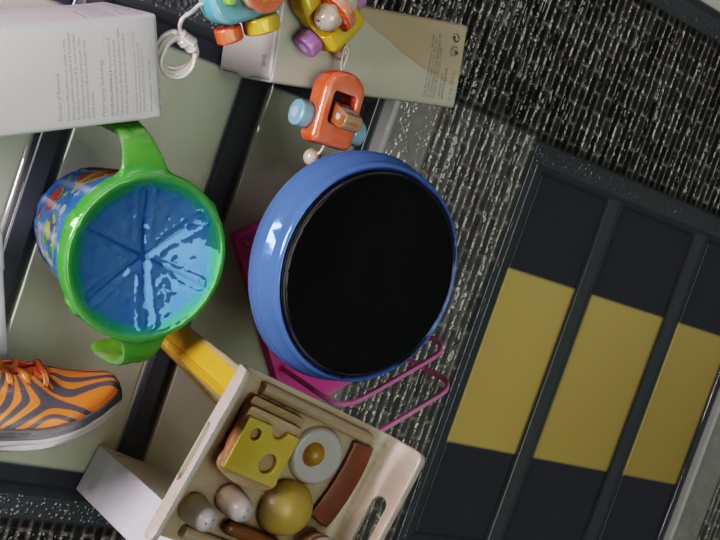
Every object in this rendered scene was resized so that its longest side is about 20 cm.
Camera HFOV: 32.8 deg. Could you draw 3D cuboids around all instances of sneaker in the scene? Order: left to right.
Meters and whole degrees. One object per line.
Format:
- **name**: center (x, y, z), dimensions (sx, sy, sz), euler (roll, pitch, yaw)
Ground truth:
- **sneaker**: center (-0.279, 0.079, 0.943), dimensions (0.200, 0.078, 0.112), euler (-10, 112, -33)

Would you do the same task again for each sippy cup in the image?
- **sippy cup**: center (-0.197, -0.025, 0.986), dimensions (0.140, 0.130, 0.178), euler (36, 83, -37)

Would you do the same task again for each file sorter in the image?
- **file sorter**: center (-0.009, 0.040, 1.144), dimensions (0.139, 0.125, 0.201), euler (-28, 119, -26)

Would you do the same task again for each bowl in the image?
- **bowl**: center (0.000, 0.000, 1.035), dimensions (0.200, 0.039, 0.201), euler (-11, 110, -33)

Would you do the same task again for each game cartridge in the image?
- **game cartridge**: center (-0.103, 0.116, 1.055), dimensions (0.032, 0.200, 0.176), euler (-47, 125, -13)

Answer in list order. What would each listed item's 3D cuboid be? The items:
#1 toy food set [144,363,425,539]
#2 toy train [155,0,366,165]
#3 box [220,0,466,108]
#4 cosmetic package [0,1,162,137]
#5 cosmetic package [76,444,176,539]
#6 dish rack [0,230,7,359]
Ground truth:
- **toy food set**: center (-0.053, 0.172, 0.944), dimensions (0.200, 0.060, 0.144), euler (31, 86, -38)
- **toy train**: center (-0.055, -0.173, 0.972), dimensions (0.200, 0.056, 0.151), euler (20, 90, -37)
- **box**: center (-0.014, -0.197, 1.086), dimensions (0.200, 0.095, 0.078), euler (2, 103, -37)
- **cosmetic package**: center (-0.262, -0.151, 0.915), dimensions (0.200, 0.108, 0.085), euler (-13, 113, -30)
- **cosmetic package**: center (-0.139, 0.230, 1.065), dimensions (0.151, 0.200, 0.052), euler (34, 84, -37)
- **dish rack**: center (-0.364, 0.049, 0.948), dimensions (0.171, 0.044, 0.201), euler (-10, 110, -34)
